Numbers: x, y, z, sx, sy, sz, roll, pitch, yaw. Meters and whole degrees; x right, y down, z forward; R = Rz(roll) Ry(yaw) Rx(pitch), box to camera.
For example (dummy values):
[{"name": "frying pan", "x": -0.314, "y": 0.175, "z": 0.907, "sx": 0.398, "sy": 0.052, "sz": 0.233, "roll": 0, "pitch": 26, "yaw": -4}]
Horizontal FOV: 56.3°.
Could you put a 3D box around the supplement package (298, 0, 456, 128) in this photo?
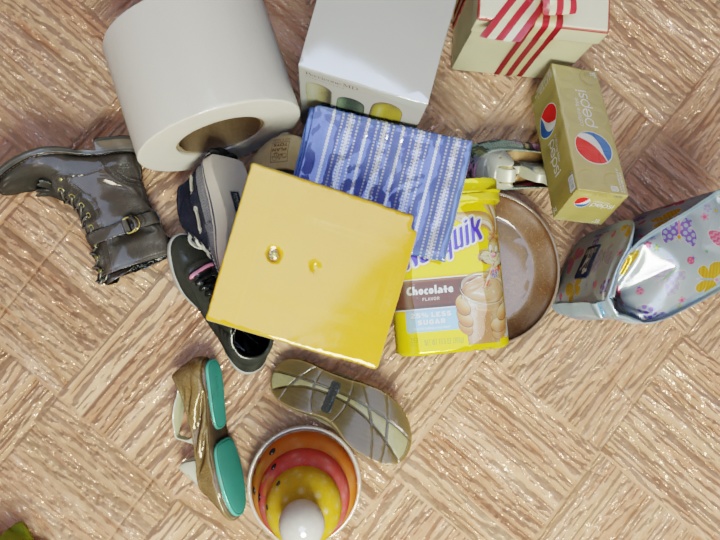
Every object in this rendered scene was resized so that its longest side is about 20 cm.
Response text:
[{"name": "supplement package", "x": 0.015, "y": -0.258, "z": 0.818, "sx": 0.150, "sy": 0.200, "sz": 0.153, "roll": 16, "pitch": 84, "yaw": -2}]

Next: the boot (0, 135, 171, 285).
[{"name": "boot", "x": -0.339, "y": -0.066, "z": 0.836, "sx": 0.198, "sy": 0.069, "sz": 0.176, "roll": -16, "pitch": 87, "yaw": -12}]

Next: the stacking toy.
[{"name": "stacking toy", "x": -0.064, "y": 0.262, "z": 0.768, "sx": 0.144, "sy": 0.200, "sz": 0.148, "roll": 0, "pitch": 85, "yaw": -5}]

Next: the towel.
[{"name": "towel", "x": 0.019, "y": -0.104, "z": 0.780, "sx": 0.197, "sy": 0.024, "sz": 0.147, "roll": 14, "pitch": 87, "yaw": 7}]

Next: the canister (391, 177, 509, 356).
[{"name": "canister", "x": 0.103, "y": -0.003, "z": 0.825, "sx": 0.146, "sy": 0.087, "sz": 0.203, "roll": -5, "pitch": 87, "yaw": -3}]

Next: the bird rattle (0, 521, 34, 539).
[{"name": "bird rattle", "x": -0.383, "y": 0.406, "z": 0.802, "sx": 0.199, "sy": 0.113, "sz": 0.163, "roll": 39, "pitch": 95, "yaw": -13}]

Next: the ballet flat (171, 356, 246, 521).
[{"name": "ballet flat", "x": -0.196, "y": 0.210, "z": 0.836, "sx": 0.071, "sy": 0.068, "sz": 0.203, "roll": -14, "pitch": 86, "yaw": 15}]

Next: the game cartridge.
[{"name": "game cartridge", "x": -0.050, "y": -0.003, "z": 0.743, "sx": 0.198, "sy": 0.032, "sz": 0.179, "roll": 17, "pitch": 90, "yaw": -10}]

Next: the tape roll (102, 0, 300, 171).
[{"name": "tape roll", "x": -0.186, "y": -0.221, "z": 0.797, "sx": 0.200, "sy": 0.203, "sz": 0.141, "roll": -19, "pitch": 87, "yaw": -6}]

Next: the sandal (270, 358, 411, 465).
[{"name": "sandal", "x": -0.023, "y": 0.174, "z": 0.857, "sx": 0.198, "sy": 0.054, "sz": 0.081, "roll": 25, "pitch": 78, "yaw": 13}]

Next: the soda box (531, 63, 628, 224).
[{"name": "soda box", "x": 0.270, "y": -0.161, "z": 0.843, "sx": 0.067, "sy": 0.064, "sz": 0.202, "roll": 6, "pitch": 60, "yaw": -11}]

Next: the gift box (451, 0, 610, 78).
[{"name": "gift box", "x": 0.198, "y": -0.350, "z": 0.847, "sx": 0.197, "sy": 0.187, "sz": 0.187, "roll": -1, "pitch": 85, "yaw": -6}]

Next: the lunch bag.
[{"name": "lunch bag", "x": 0.346, "y": -0.005, "z": 0.838, "sx": 0.198, "sy": 0.170, "sz": 0.128, "roll": -29, "pitch": 89, "yaw": -6}]

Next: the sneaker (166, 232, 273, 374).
[{"name": "sneaker", "x": -0.165, "y": 0.033, "z": 0.821, "sx": 0.070, "sy": 0.099, "sz": 0.201, "roll": -32, "pitch": 92, "yaw": -25}]

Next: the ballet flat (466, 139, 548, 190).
[{"name": "ballet flat", "x": 0.212, "y": -0.133, "z": 0.884, "sx": 0.197, "sy": 0.071, "sz": 0.070, "roll": -2, "pitch": 118, "yaw": -6}]

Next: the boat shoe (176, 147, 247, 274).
[{"name": "boat shoe", "x": -0.168, "y": -0.039, "z": 0.817, "sx": 0.074, "sy": 0.092, "sz": 0.202, "roll": 7, "pitch": 62, "yaw": -45}]

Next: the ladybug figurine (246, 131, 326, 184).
[{"name": "ladybug figurine", "x": -0.084, "y": -0.072, "z": 0.848, "sx": 0.134, "sy": 0.072, "sz": 0.203, "roll": -1, "pitch": 88, "yaw": 23}]

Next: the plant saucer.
[{"name": "plant saucer", "x": 0.163, "y": -0.002, "z": 0.891, "sx": 0.197, "sy": 0.037, "sz": 0.204, "roll": 0, "pitch": 84, "yaw": -4}]
